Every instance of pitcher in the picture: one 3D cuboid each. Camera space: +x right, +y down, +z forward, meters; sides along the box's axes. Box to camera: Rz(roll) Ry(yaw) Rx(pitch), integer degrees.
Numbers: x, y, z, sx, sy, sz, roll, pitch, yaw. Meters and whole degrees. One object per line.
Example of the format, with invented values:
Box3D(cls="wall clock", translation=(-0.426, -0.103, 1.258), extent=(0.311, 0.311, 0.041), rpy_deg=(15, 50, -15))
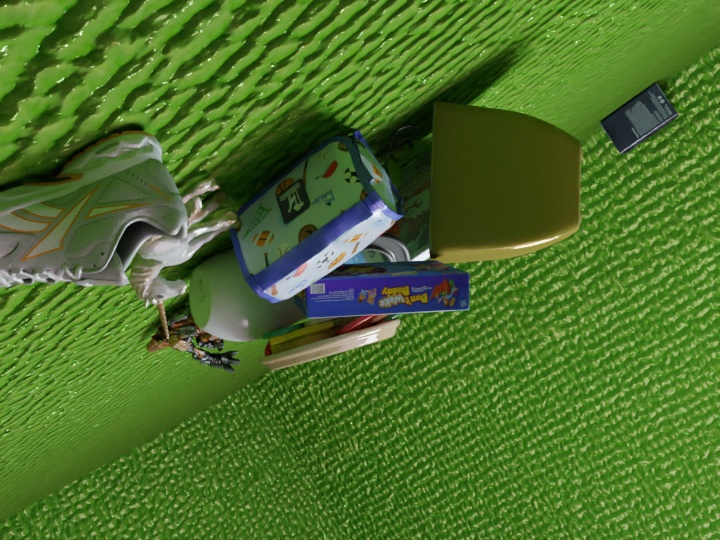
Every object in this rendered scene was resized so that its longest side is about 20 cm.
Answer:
Box3D(cls="pitcher", translation=(-0.136, 0.040, 1.217), extent=(0.197, 0.123, 0.171), rpy_deg=(-3, 159, -32))

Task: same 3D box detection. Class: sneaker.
Box3D(cls="sneaker", translation=(-0.214, -0.017, 0.629), extent=(0.198, 0.093, 0.076), rpy_deg=(-32, 174, -13))

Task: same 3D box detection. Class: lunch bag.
Box3D(cls="lunch bag", translation=(-0.046, -0.059, 0.962), extent=(0.169, 0.124, 0.200), rpy_deg=(-35, -167, 12))

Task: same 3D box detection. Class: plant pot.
Box3D(cls="plant pot", translation=(0.194, -0.108, 1.199), extent=(0.196, 0.199, 0.194), rpy_deg=(3, 177, 6))

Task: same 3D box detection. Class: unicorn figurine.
Box3D(cls="unicorn figurine", translation=(-0.185, -0.026, 0.887), extent=(0.136, 0.074, 0.200), rpy_deg=(-32, 158, -4))

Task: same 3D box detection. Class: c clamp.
Box3D(cls="c clamp", translation=(0.000, 0.000, 1.267), extent=(0.196, 0.027, 0.172), rpy_deg=(4, 147, 8))

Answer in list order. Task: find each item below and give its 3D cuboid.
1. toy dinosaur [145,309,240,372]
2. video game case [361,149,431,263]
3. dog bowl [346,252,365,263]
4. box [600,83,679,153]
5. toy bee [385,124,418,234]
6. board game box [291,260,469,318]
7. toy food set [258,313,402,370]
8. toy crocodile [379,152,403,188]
Box3D(cls="toy dinosaur", translation=(-0.256, 0.090, 1.371), extent=(0.198, 0.104, 0.135), rpy_deg=(6, 168, 40))
Box3D(cls="video game case", translation=(0.080, -0.088, 1.374), extent=(0.199, 0.183, 0.023), rpy_deg=(-34, 134, 8))
Box3D(cls="dog bowl", translation=(-0.086, 0.007, 1.431), extent=(0.198, 0.050, 0.112), rpy_deg=(-23, -143, 30))
Box3D(cls="box", translation=(0.852, -0.459, 2.704), extent=(0.199, 0.118, 0.196), rpy_deg=(-36, 174, 21))
Box3D(cls="toy bee", translation=(-0.001, -0.084, 1.139), extent=(0.129, 0.110, 0.200), rpy_deg=(-4, 153, -38))
Box3D(cls="board game box", translation=(0.020, 0.021, 1.099), extent=(0.196, 0.046, 0.134), rpy_deg=(-3, -172, -12))
Box3D(cls="toy food set", translation=(-0.038, 0.083, 1.147), extent=(0.197, 0.049, 0.198), rpy_deg=(-15, 177, -7))
Box3D(cls="toy crocodile", translation=(-0.021, -0.091, 1.252), extent=(0.198, 0.062, 0.068), rpy_deg=(-30, -149, 21))
